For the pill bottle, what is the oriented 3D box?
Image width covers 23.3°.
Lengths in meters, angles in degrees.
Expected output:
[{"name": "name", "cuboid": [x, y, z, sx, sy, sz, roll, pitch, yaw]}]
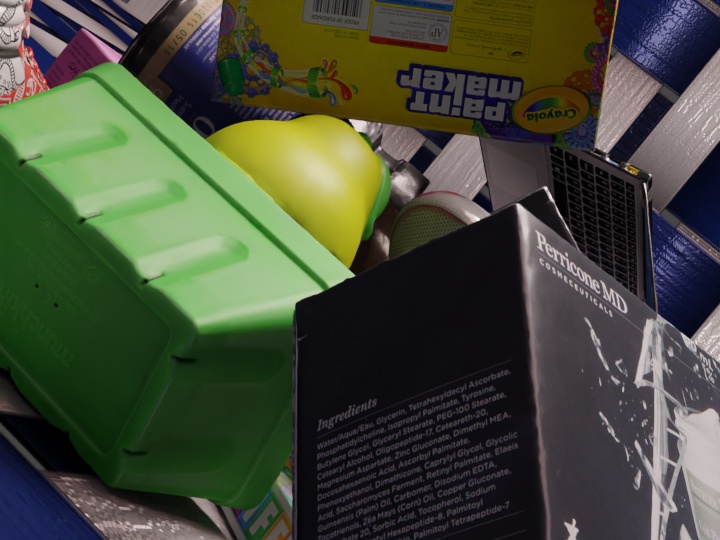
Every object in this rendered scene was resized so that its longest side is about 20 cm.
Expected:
[{"name": "pill bottle", "cuboid": [-0.057, -0.089, 1.129, 0.200, 0.112, 0.112, 40, 5, 0]}]

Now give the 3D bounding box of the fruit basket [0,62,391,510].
[{"name": "fruit basket", "cuboid": [-0.077, -0.004, 0.837, 0.215, 0.156, 0.216, 25, 24, -12]}]

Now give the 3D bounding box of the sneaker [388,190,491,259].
[{"name": "sneaker", "cuboid": [0.038, 0.055, 0.851, 0.088, 0.081, 0.201, 12, 67, -48]}]

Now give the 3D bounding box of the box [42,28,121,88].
[{"name": "box", "cuboid": [-0.141, -0.067, 1.327, 0.200, 0.097, 0.176, 36, 6, -37]}]

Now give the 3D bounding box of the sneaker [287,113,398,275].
[{"name": "sneaker", "cuboid": [0.000, 0.000, 1.058, 0.200, 0.075, 0.070, 61, -2, -4]}]

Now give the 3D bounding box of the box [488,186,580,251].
[{"name": "box", "cuboid": [0.106, 0.042, 1.091, 0.200, 0.079, 0.141, 90, -25, -81]}]

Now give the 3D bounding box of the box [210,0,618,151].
[{"name": "box", "cuboid": [0.025, -0.145, 0.963, 0.199, 0.122, 0.193, 7, 9, -4]}]

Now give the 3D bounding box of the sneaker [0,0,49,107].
[{"name": "sneaker", "cuboid": [-0.229, -0.132, 1.146, 0.067, 0.108, 0.201, 18, -3, 24]}]

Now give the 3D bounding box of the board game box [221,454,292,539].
[{"name": "board game box", "cuboid": [0.024, 0.165, 0.857, 0.200, 0.034, 0.134, 36, 7, -29]}]

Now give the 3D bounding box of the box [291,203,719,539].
[{"name": "box", "cuboid": [0.077, 0.116, 0.706, 0.200, 0.124, 0.197, 34, 42, -42]}]

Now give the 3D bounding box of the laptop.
[{"name": "laptop", "cuboid": [0.136, 0.014, 1.122, 0.200, 0.116, 0.187, 29, -18, 21]}]
